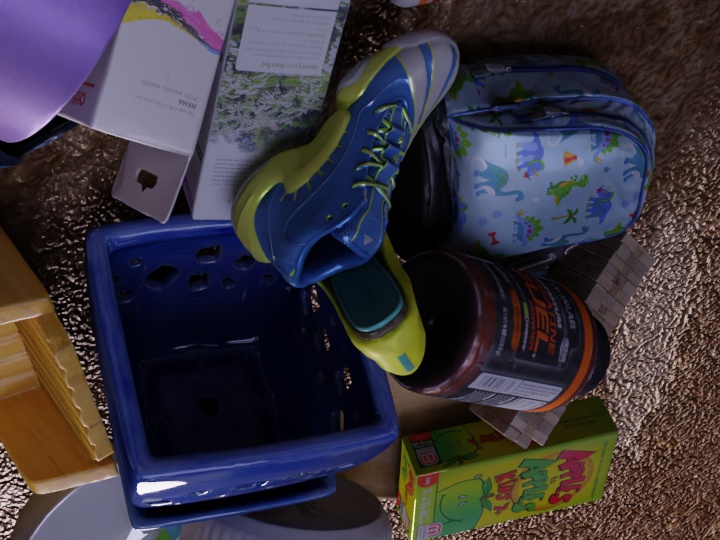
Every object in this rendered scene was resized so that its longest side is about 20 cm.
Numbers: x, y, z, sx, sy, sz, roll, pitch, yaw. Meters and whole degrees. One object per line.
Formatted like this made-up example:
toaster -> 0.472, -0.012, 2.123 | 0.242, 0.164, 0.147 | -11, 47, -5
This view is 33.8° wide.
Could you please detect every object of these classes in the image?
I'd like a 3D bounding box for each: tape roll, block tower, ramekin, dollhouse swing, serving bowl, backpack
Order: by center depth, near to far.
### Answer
tape roll -> -0.193, -0.180, 0.653 | 0.084, 0.201, 0.200 | 24, 120, -35
dollhouse swing -> -0.312, 0.085, 0.881 | 0.174, 0.182, 0.202 | -29, 138, -22
backpack -> 0.125, -0.087, 0.910 | 0.197, 0.154, 0.165 | -15, 129, -23
ramekin -> -0.063, 0.242, 1.017 | 0.197, 0.200, 0.107 | 6, 100, -24
block tower -> 0.176, 0.056, 1.039 | 0.054, 0.058, 0.201 | 34, 89, -40
serving bowl -> -0.235, 0.226, 1.078 | 0.198, 0.066, 0.202 | -28, 139, -27

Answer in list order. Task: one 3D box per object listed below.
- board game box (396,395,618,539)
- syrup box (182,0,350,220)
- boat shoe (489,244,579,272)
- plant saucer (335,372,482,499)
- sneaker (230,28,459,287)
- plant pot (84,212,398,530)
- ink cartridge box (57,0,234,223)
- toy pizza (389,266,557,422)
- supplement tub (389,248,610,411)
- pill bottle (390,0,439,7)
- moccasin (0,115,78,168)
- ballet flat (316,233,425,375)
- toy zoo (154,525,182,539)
board game box -> 0.136, 0.187, 1.114 | 0.197, 0.048, 0.103 | -10, 133, -13
syrup box -> -0.071, -0.135, 0.820 | 0.078, 0.082, 0.202 | 0, 132, -22
boat shoe -> 0.139, -0.032, 1.000 | 0.197, 0.073, 0.063 | -17, 138, 1
plant saucer -> 0.057, 0.132, 1.093 | 0.197, 0.036, 0.202 | -11, 133, -12
sneaker -> 0.007, -0.065, 0.794 | 0.200, 0.105, 0.076 | -44, 143, 10
plant pot -> -0.104, 0.084, 0.913 | 0.197, 0.203, 0.180 | -7, 154, -19
ink cartridge box -> -0.133, -0.140, 0.713 | 0.067, 0.116, 0.203 | 13, 95, -31
toy pizza -> 0.112, 0.063, 1.101 | 0.197, 0.032, 0.202 | -11, 133, -12
supplement tub -> 0.111, 0.051, 0.911 | 0.198, 0.108, 0.107 | 14, 126, -46
pill bottle -> 0.106, -0.244, 0.768 | 0.197, 0.110, 0.111 | -13, 134, -8
moccasin -> -0.248, -0.105, 0.792 | 0.198, 0.069, 0.081 | -30, 134, 8
ballet flat -> 0.000, 0.000, 0.841 | 0.066, 0.201, 0.067 | -31, 131, 6
toy zoo -> -0.110, 0.224, 1.128 | 0.201, 0.020, 0.131 | -50, 141, 2
